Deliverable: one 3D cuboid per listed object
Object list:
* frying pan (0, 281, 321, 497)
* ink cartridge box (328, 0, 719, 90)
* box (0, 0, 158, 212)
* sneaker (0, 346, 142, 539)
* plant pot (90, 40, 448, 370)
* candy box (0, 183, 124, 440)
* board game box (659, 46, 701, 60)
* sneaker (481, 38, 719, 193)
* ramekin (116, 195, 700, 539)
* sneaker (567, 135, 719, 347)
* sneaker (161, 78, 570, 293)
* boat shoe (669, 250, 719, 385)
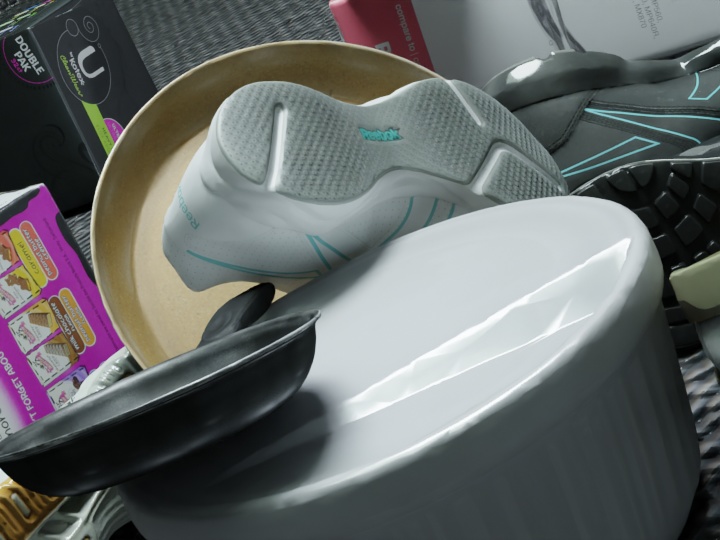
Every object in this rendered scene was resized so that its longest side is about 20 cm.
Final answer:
[{"bbox_3d":[-0.068,0.041,0.639,0.114,0.031,0.190,-23,4,-7],"label":"frying pan"},{"bbox_3d":[0.105,-0.143,0.998,0.199,0.085,0.146,-18,9,22],"label":"ink cartridge box"},{"bbox_3d":[-0.277,-0.121,1.545,0.199,0.149,0.124,-16,18,29],"label":"box"},{"bbox_3d":[-0.127,0.087,0.843,0.087,0.076,0.200,-14,18,48],"label":"sneaker"},{"bbox_3d":[-0.017,-0.009,0.829,0.200,0.200,0.028,-33,-18,-22],"label":"plant pot"},{"bbox_3d":[-0.202,0.067,0.904,0.061,0.137,0.200,-9,23,49],"label":"candy box"},{"bbox_3d":[0.229,-0.153,1.096,0.199,0.034,0.135,-23,18,10],"label":"board game box"},{"bbox_3d":[0.156,-0.064,0.895,0.199,0.080,0.075,-10,-19,-6],"label":"sneaker"},{"bbox_3d":[0.023,0.063,0.657,0.201,0.095,0.203,-24,16,8],"label":"ramekin"},{"bbox_3d":[0.157,-0.024,0.791,0.199,0.076,0.088,-22,2,2],"label":"sneaker"},{"bbox_3d":[0.003,-0.031,0.776,0.199,0.071,0.080,0,-36,-42],"label":"sneaker"},{"bbox_3d":[0.147,0.019,0.648,0.074,0.069,0.200,-26,-4,19],"label":"boat shoe"}]
